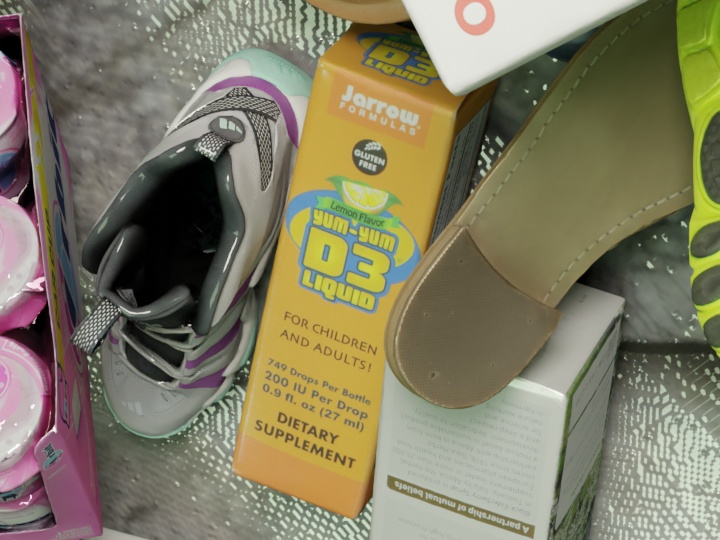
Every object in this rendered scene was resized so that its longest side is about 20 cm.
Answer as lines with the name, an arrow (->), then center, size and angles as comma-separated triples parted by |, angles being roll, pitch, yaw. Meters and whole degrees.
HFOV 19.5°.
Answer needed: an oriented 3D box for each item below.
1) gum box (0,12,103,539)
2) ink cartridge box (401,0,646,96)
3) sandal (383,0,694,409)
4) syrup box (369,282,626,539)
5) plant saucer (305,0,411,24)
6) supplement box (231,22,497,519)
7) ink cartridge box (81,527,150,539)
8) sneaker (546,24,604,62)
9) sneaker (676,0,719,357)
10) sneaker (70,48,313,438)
gum box -> -0.153, 0.012, 0.864 | 0.065, 0.202, 0.114 | -9, 153, -2
ink cartridge box -> 0.084, -0.163, 0.646 | 0.199, 0.084, 0.146 | -27, 95, 13
sandal -> 0.082, -0.038, 0.808 | 0.078, 0.070, 0.212 | 45, 84, -14
syrup box -> 0.052, 0.102, 0.883 | 0.081, 0.079, 0.202 | 17, 125, 18
plant saucer -> -0.007, -0.190, 0.769 | 0.200, 0.032, 0.202 | 24, 121, 47
supplement box -> 0.000, 0.000, 0.882 | 0.066, 0.069, 0.202 | 19, 117, 13
ink cartridge box -> -0.147, 0.191, 0.970 | 0.199, 0.085, 0.145 | 19, 126, -25
sneaker -> 0.071, -0.165, 0.764 | 0.070, 0.082, 0.202 | 6, 115, 21
sneaker -> 0.157, -0.058, 0.761 | 0.073, 0.083, 0.202 | 3, 84, 31
sneaker -> -0.088, 0.012, 0.882 | 0.077, 0.140, 0.201 | 25, 121, 8
